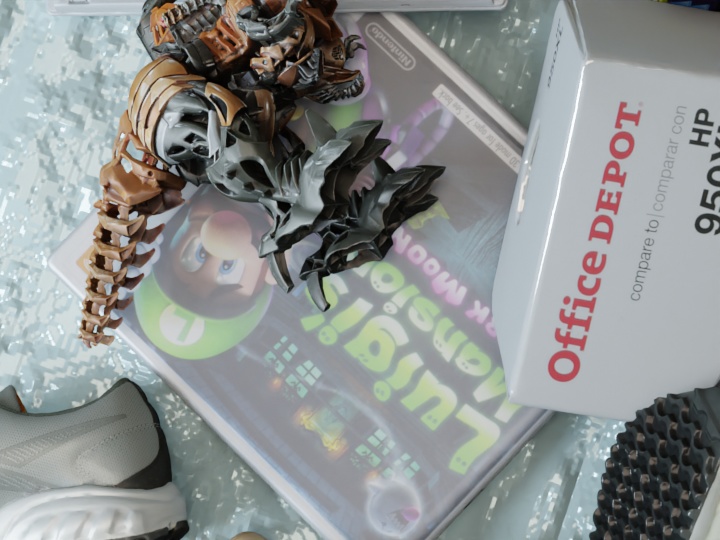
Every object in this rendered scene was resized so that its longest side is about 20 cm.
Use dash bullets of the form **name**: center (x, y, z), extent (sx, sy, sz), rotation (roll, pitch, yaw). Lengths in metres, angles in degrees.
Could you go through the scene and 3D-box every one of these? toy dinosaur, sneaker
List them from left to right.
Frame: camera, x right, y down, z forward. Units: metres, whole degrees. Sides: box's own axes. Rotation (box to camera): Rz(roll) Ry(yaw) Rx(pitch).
- **sneaker**: center (-0.174, 0.093, 0.857), extent (0.200, 0.074, 0.079), rotation (-9, 76, -3)
- **toy dinosaur**: center (-0.046, -0.057, 0.836), extent (0.136, 0.102, 0.200), rotation (36, 116, 21)
- **sneaker**: center (0.139, 0.123, 0.793), extent (0.093, 0.070, 0.200), rotation (-1, 126, -15)

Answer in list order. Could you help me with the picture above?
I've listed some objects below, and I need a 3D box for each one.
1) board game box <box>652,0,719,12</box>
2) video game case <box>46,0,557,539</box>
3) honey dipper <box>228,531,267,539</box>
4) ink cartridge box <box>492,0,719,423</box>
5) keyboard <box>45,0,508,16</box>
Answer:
- **board game box**: center (0.194, -0.136, 0.776), extent (0.165, 0.200, 0.057), rotation (-5, 82, 3)
- **video game case**: center (0.000, 0.000, 0.869), extent (0.200, 0.023, 0.182), rotation (44, 90, 6)
- **honey dipper**: center (0.002, 0.193, 0.848), extent (0.038, 0.038, 0.200), rotation (-35, 83, 1)
- **ink cartridge box**: center (0.161, -0.013, 0.788), extent (0.200, 0.084, 0.145), rotation (9, 114, -3)
- **keyboard**: center (-0.036, -0.135, 0.874), extent (0.200, 0.011, 0.056), rotation (1, 72, 12)
